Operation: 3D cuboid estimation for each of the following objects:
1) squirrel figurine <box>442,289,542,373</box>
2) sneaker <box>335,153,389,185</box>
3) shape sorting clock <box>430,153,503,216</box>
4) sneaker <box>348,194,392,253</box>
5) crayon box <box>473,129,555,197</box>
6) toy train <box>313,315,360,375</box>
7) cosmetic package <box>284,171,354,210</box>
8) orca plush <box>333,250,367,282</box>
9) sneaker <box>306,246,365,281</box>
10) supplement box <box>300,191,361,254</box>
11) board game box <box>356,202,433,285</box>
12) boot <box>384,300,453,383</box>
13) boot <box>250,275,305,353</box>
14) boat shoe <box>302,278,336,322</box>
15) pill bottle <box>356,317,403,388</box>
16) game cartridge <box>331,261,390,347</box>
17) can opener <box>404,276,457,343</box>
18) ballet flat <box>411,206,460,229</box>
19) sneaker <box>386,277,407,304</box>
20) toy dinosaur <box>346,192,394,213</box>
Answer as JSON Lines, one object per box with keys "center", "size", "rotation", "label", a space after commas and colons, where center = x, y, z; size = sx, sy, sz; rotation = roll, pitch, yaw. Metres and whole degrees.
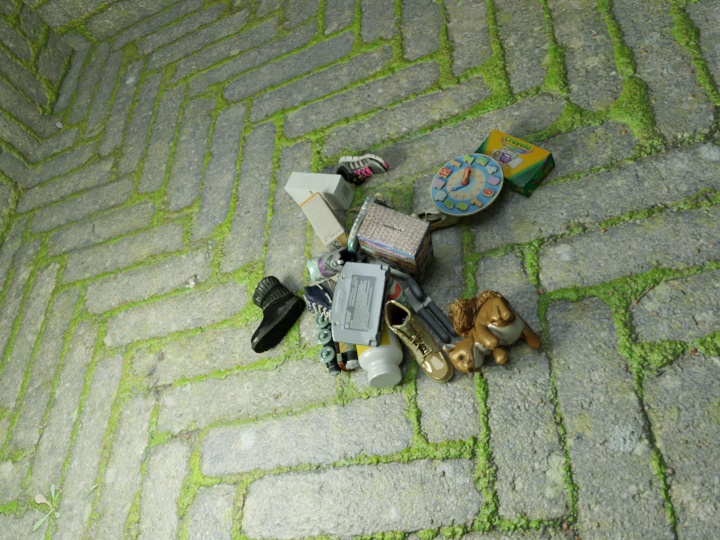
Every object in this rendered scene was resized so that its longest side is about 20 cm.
{"center": [0.281, 0.146, 1.403], "size": [0.187, 0.141, 0.200], "rotation": [-44, 35, 13], "label": "squirrel figurine"}
{"center": [0.000, -0.307, 1.865], "size": [0.199, 0.074, 0.088], "rotation": [8, 66, 39], "label": "sneaker"}
{"center": [0.281, -0.231, 1.601], "size": [0.199, 0.039, 0.201], "rotation": [-16, 53, 22], "label": "shape sorting clock"}
{"center": [0.029, -0.123, 1.671], "size": [0.091, 0.078, 0.201], "rotation": [23, 62, 3], "label": "sneaker"}
{"center": [0.407, -0.293, 1.627], "size": [0.119, 0.058, 0.200], "rotation": [-50, 50, -5], "label": "crayon box"}
{"center": [-0.056, 0.179, 1.594], "size": [0.113, 0.085, 0.201], "rotation": [-17, 54, 8], "label": "toy train"}
{"center": [-0.129, -0.249, 1.885], "size": [0.199, 0.102, 0.074], "rotation": [8, 65, 34], "label": "cosmetic package"}
{"center": [0.000, 0.000, 1.674], "size": [0.071, 0.105, 0.200], "rotation": [44, 64, 4], "label": "orca plush"}
{"center": [-0.050, -0.023, 1.596], "size": [0.139, 0.200, 0.078], "rotation": [-17, 98, 13], "label": "sneaker"}
{"center": [-0.088, -0.122, 1.765], "size": [0.073, 0.126, 0.200], "rotation": [-37, 49, 4], "label": "supplement box"}
{"center": [0.095, -0.065, 1.551], "size": [0.159, 0.200, 0.097], "rotation": [21, 73, 17], "label": "board game box"}
{"center": [0.137, 0.168, 1.435], "size": [0.073, 0.155, 0.200], "rotation": [-35, 51, 6], "label": "boot"}
{"center": [-0.275, 0.126, 1.748], "size": [0.157, 0.080, 0.211], "rotation": [31, 69, 32], "label": "boot"}
{"center": [-0.084, 0.109, 1.550], "size": [0.092, 0.075, 0.200], "rotation": [-12, 43, -18], "label": "boat shoe"}
{"center": [0.045, 0.186, 1.506], "size": [0.112, 0.112, 0.201], "rotation": [-23, 52, 16], "label": "pill bottle"}
{"center": [-0.003, 0.081, 1.469], "size": [0.132, 0.041, 0.201], "rotation": [4, 79, 28], "label": "game cartridge"}
{"center": [0.170, 0.100, 1.523], "size": [0.053, 0.066, 0.200], "rotation": [-40, 54, 1], "label": "can opener"}
{"center": [0.179, -0.139, 1.660], "size": [0.199, 0.071, 0.071], "rotation": [-17, 54, 21], "label": "ballet flat"}
{"center": [0.067, 0.058, 1.579], "size": [0.070, 0.093, 0.200], "rotation": [-50, 9, -8], "label": "sneaker"}
{"center": [0.033, -0.179, 1.775], "size": [0.200, 0.058, 0.101], "rotation": [34, 83, 40], "label": "toy dinosaur"}
